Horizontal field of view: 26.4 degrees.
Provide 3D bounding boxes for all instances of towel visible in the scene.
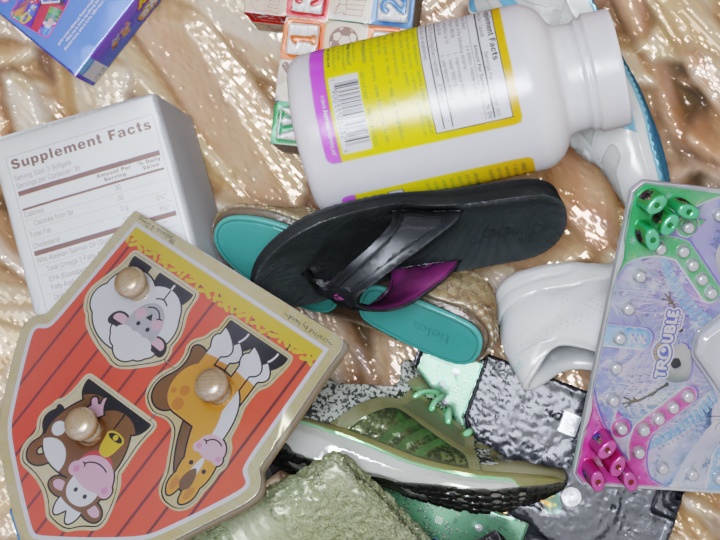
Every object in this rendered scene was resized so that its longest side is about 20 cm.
[{"bbox_3d":[-0.019,0.205,0.986,0.148,0.037,0.200,-30,126,10],"label":"towel"}]

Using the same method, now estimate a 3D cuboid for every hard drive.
[{"bbox_3d":[0.113,0.139,1.030,0.200,0.038,0.140,20,91,6],"label":"hard drive"}]

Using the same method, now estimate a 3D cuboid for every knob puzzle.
[{"bbox_3d":[-0.134,0.077,0.894,0.219,0.030,0.220,-7,64,15],"label":"knob puzzle"}]

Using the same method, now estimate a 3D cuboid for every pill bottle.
[{"bbox_3d":[0.061,-0.103,0.949,0.200,0.104,0.104,-12,87,6],"label":"pill bottle"}]

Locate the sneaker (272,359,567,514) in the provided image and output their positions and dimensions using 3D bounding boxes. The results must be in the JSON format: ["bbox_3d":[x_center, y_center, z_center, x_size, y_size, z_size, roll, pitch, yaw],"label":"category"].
[{"bbox_3d":[0.039,0.101,0.992,0.200,0.077,0.089,12,73,2],"label":"sneaker"}]

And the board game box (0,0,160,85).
[{"bbox_3d":[-0.181,-0.250,1.069,0.134,0.045,0.200,40,93,6],"label":"board game box"}]

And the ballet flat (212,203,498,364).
[{"bbox_3d":[0.000,0.000,1.014,0.200,0.065,0.071,26,130,2],"label":"ballet flat"}]

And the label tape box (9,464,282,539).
[{"bbox_3d":[-0.139,0.141,0.976,0.143,0.200,0.066,-28,84,5],"label":"label tape box"}]

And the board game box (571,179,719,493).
[{"bbox_3d":[0.247,0.052,0.967,0.200,0.026,0.200,6,106,-14],"label":"board game box"}]

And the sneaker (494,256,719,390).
[{"bbox_3d":[0.190,0.029,0.995,0.200,0.075,0.089,-18,53,14],"label":"sneaker"}]

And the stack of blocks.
[{"bbox_3d":[-0.017,-0.178,1.042,0.115,0.059,0.200,6,89,7],"label":"stack of blocks"}]

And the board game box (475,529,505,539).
[{"bbox_3d":[0.028,0.249,0.989,0.200,0.135,0.028,-27,42,10],"label":"board game box"}]

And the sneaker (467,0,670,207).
[{"bbox_3d":[0.143,-0.115,1.021,0.081,0.077,0.200,-28,79,12],"label":"sneaker"}]

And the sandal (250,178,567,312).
[{"bbox_3d":[0.032,-0.011,0.934,0.200,0.075,0.048,-13,48,-6],"label":"sandal"}]

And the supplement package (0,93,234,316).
[{"bbox_3d":[-0.152,-0.002,1.023,0.117,0.117,0.200,-16,86,6],"label":"supplement package"}]
